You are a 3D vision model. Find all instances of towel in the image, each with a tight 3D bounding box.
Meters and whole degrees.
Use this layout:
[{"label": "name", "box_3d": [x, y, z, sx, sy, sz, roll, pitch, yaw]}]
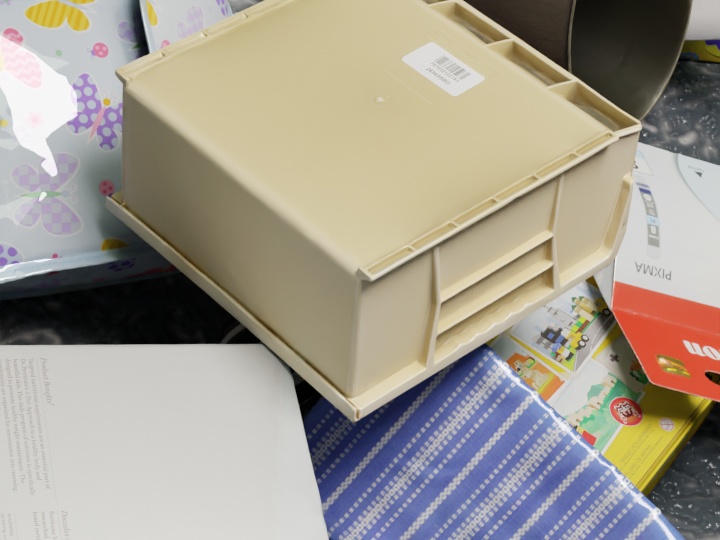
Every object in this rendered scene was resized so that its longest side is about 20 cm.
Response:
[{"label": "towel", "box_3d": [0.057, 0.126, 1.140, 0.200, 0.145, 0.024, 44, 20, 9]}]

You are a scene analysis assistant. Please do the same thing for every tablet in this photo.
[{"label": "tablet", "box_3d": [0.187, -0.217, 1.439, 0.200, 0.130, 0.014, 3, 12, 31]}]

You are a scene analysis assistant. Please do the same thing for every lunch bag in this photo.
[{"label": "lunch bag", "box_3d": [-0.146, -0.079, 1.229, 0.200, 0.127, 0.170, -8, 84, -27]}]

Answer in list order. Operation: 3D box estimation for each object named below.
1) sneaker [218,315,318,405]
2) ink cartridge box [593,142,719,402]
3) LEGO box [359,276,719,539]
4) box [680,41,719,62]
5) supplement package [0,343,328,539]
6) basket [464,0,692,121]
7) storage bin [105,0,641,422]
[{"label": "sneaker", "box_3d": [0.000, 0.000, 1.235, 0.200, 0.076, 0.116, -27, 19, -3]}, {"label": "ink cartridge box", "box_3d": [0.212, 0.004, 1.273, 0.160, 0.047, 0.200, 14, 32, -24]}, {"label": "LEGO box", "box_3d": [0.101, 0.085, 1.240, 0.149, 0.077, 0.200, 36, 49, 13]}, {"label": "box", "box_3d": [0.276, -0.256, 1.558, 0.200, 0.122, 0.193, 5, 50, -16]}, {"label": "supplement package", "box_3d": [-0.130, 0.152, 1.056, 0.200, 0.147, 0.191, 0, 51, -19]}, {"label": "basket", "box_3d": [0.097, -0.197, 1.414, 0.200, 0.180, 0.136, 26, 58, 33]}, {"label": "storage bin", "box_3d": [0.007, -0.055, 1.121, 0.198, 0.094, 0.200, -29, 52, -31]}]
